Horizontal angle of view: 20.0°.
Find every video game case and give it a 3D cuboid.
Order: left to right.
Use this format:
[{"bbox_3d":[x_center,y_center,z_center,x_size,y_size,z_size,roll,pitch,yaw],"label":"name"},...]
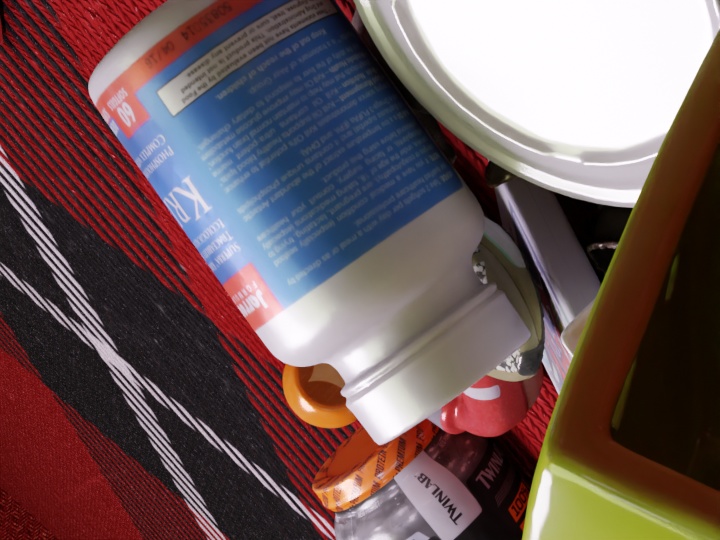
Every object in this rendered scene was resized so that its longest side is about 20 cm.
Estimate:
[{"bbox_3d":[0.114,0.061,0.963,0.182,0.023,0.200,70,176,-61],"label":"video game case"}]

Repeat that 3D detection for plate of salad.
[{"bbox_3d":[0.080,-0.110,0.772,0.200,0.048,0.200,22,139,21],"label":"plate of salad"}]

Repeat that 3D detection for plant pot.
[{"bbox_3d":[0.154,0.073,0.616,0.199,0.200,0.182,23,139,8],"label":"plant pot"}]

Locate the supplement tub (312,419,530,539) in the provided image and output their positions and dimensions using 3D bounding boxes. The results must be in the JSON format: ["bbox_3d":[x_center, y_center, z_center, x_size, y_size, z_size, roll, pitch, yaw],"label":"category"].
[{"bbox_3d":[0.068,0.184,1.324,0.200,0.123,0.123,50,162,-10],"label":"supplement tub"}]

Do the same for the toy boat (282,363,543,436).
[{"bbox_3d":[0.011,0.032,1.115,0.130,0.131,0.200,33,158,36],"label":"toy boat"}]

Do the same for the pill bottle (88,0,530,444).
[{"bbox_3d":[-0.017,-0.030,0.874,0.200,0.112,0.112,54,163,1],"label":"pill bottle"}]

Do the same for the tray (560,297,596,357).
[{"bbox_3d":[0.177,0.068,0.846,0.200,0.107,0.022,49,166,-6],"label":"tray"}]

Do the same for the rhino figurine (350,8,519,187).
[{"bbox_3d":[0.032,-0.091,0.921,0.088,0.060,0.200,62,161,-16],"label":"rhino figurine"}]

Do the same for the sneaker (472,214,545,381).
[{"bbox_3d":[0.000,0.000,0.967,0.200,0.089,0.077,36,138,31],"label":"sneaker"}]

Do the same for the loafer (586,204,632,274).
[{"bbox_3d":[0.163,0.052,0.903,0.200,0.071,0.073,50,162,-11],"label":"loafer"}]

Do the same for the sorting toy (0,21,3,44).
[{"bbox_3d":[-0.334,-0.233,1.448,0.200,0.070,0.199,45,162,9],"label":"sorting toy"}]
